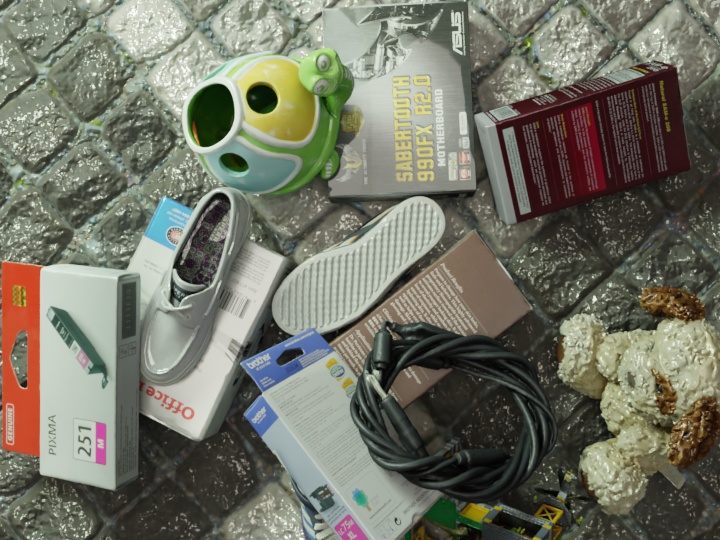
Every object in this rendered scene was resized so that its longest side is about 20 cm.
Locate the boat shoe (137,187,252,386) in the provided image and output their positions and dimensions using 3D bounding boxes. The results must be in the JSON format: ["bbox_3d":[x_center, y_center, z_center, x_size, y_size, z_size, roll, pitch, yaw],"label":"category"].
[{"bbox_3d":[-0.159,0.015,0.860,0.071,0.069,0.202,30,90,5],"label":"boat shoe"}]

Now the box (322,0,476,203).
[{"bbox_3d":[0.040,-0.176,0.964,0.155,0.048,0.204,-2,85,2],"label":"box"}]

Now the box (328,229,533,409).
[{"bbox_3d":[0.067,0.061,0.933,0.199,0.075,0.101,-37,85,1],"label":"box"}]

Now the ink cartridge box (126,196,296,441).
[{"bbox_3d":[-0.174,0.050,0.936,0.144,0.084,0.202,26,88,5],"label":"ink cartridge box"}]

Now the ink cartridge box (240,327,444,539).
[{"bbox_3d":[-0.021,0.151,0.816,0.201,0.119,0.042,52,124,10],"label":"ink cartridge box"}]

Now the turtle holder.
[{"bbox_3d":[-0.089,-0.145,0.897,0.183,0.131,0.144,11,97,35],"label":"turtle holder"}]

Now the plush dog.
[{"bbox_3d":[0.289,0.115,0.860,0.157,0.172,0.203,1,63,-10],"label":"plush dog"}]

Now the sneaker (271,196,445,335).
[{"bbox_3d":[0.000,0.000,0.935,0.198,0.079,0.079,-33,90,-2],"label":"sneaker"}]

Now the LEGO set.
[{"bbox_3d":[0.133,0.254,0.894,0.198,0.115,0.156,5,112,37],"label":"LEGO set"}]

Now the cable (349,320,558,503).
[{"bbox_3d":[0.091,0.129,0.832,0.197,0.051,0.165,22,48,-7],"label":"cable"}]

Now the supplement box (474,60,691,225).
[{"bbox_3d":[0.226,-0.131,0.929,0.197,0.061,0.110,-16,111,1],"label":"supplement box"}]

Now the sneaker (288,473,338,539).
[{"bbox_3d":[-0.028,0.232,0.884,0.079,0.146,0.204,-12,83,1],"label":"sneaker"}]

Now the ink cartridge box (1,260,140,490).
[{"bbox_3d":[-0.294,0.096,0.882,0.171,0.043,0.204,5,97,21],"label":"ink cartridge box"}]
